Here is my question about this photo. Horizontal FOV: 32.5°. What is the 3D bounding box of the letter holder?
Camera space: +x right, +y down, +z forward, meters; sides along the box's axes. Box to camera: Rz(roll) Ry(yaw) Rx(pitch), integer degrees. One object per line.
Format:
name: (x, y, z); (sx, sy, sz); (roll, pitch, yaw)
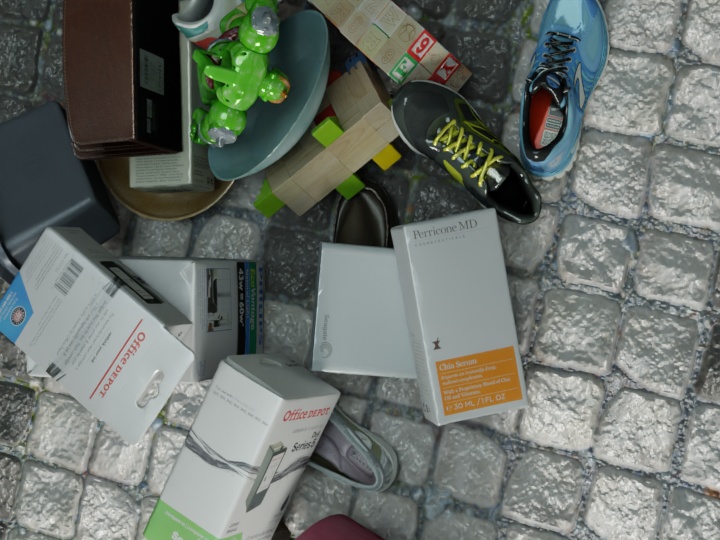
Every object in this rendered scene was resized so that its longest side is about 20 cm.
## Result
letter holder: (-0.274, -0.226, 1.304); (0.140, 0.100, 0.204); (-2, 87, 20)

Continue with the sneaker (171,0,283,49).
sneaker: (-0.123, -0.316, 1.291); (0.201, 0.093, 0.071); (-54, 44, 19)

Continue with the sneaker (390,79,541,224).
sneaker: (0.116, -0.120, 1.252); (0.199, 0.085, 0.075); (38, 93, -21)

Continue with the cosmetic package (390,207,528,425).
cosmetic package: (0.100, 0.046, 1.255); (0.100, 0.071, 0.204); (-11, 92, -8)

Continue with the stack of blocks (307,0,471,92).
stack of blocks: (0.016, -0.262, 1.311); (0.059, 0.115, 0.200); (-48, 58, 10)

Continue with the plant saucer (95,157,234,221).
plant saucer: (-0.213, -0.157, 1.423); (0.197, 0.035, 0.204); (-1, 88, 18)

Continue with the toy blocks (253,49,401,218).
toy blocks: (-0.041, -0.160, 1.332); (0.199, 0.100, 0.138); (-38, 45, 14)

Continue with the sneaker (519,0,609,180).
sneaker: (0.206, -0.196, 1.264); (0.077, 0.090, 0.204); (9, 90, 17)

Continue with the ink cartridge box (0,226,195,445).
ink cartridge box: (-0.247, 0.063, 1.202); (0.199, 0.068, 0.117); (39, 100, 14)

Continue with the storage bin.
storage bin: (-0.363, -0.084, 1.417); (0.133, 0.146, 0.202); (-27, 61, 1)

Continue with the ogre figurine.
ogre figurine: (-0.126, -0.206, 1.249); (0.098, 0.120, 0.200); (35, 105, -27)

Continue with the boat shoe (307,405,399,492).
boat shoe: (-0.051, 0.176, 1.347); (0.201, 0.065, 0.075); (33, 97, 16)

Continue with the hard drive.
hard drive: (0.049, 0.046, 1.296); (0.196, 0.027, 0.134); (5, 90, -8)

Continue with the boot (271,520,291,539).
boot: (-0.168, 0.333, 1.386); (0.200, 0.074, 0.076); (-45, 62, 4)

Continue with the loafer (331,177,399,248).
loafer: (0.000, 0.000, 1.333); (0.072, 0.071, 0.204); (0, 89, 17)

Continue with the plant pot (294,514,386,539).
plant pot: (0.002, 0.358, 1.270); (0.178, 0.199, 0.201); (38, 100, 30)

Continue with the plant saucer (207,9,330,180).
plant saucer: (-0.086, -0.176, 1.299); (0.200, 0.038, 0.203); (-37, 38, 35)

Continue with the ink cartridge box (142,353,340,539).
ink cartridge box: (-0.119, 0.194, 1.266); (0.083, 0.145, 0.202); (29, 99, 20)

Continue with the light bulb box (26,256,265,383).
light bulb box: (-0.225, 0.048, 1.336); (0.195, 0.200, 0.127); (1, 90, 17)

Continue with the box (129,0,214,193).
box: (-0.209, -0.189, 1.368); (0.081, 0.068, 0.204); (0, 87, 18)
